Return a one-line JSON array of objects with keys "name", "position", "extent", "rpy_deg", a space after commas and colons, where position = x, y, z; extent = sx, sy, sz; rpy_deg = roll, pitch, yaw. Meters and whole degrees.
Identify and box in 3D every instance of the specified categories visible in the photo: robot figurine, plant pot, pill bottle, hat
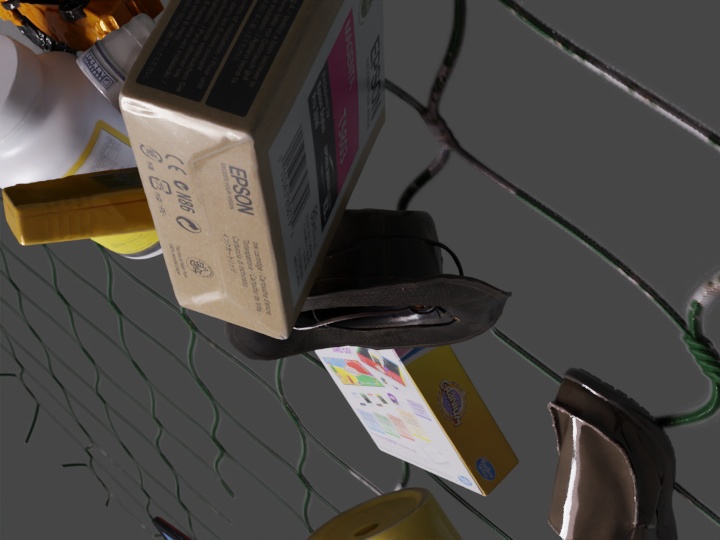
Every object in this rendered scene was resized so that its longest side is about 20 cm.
[{"name": "robot figurine", "position": [-0.228, -0.218, 1.089], "extent": [0.199, 0.058, 0.146], "rpy_deg": [21, 146, 52]}, {"name": "plant pot", "position": [0.039, 0.308, 1.321], "extent": [0.190, 0.200, 0.201], "rpy_deg": [66, 158, -6]}, {"name": "pill bottle", "position": [-0.213, -0.094, 1.111], "extent": [0.112, 0.112, 0.200], "rpy_deg": [30, 177, 42]}, {"name": "hat", "position": [0.000, 0.000, 0.937], "extent": [0.201, 0.199, 0.082], "rpy_deg": [131, 133, -70]}]

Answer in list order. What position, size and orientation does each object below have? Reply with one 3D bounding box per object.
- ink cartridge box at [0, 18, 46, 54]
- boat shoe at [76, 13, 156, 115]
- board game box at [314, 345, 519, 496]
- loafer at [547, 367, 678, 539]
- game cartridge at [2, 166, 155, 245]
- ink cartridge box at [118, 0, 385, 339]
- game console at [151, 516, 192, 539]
[{"name": "ink cartridge box", "position": [-0.375, -0.212, 1.368], "extent": [0.199, 0.086, 0.148], "rpy_deg": [17, 143, 54]}, {"name": "boat shoe", "position": [-0.128, -0.122, 1.039], "extent": [0.074, 0.065, 0.200], "rpy_deg": [49, -177, 13]}, {"name": "board game box", "position": [0.020, 0.069, 1.119], "extent": [0.153, 0.040, 0.201], "rpy_deg": [15, 141, 58]}, {"name": "loafer", "position": [0.154, 0.143, 0.927], "extent": [0.073, 0.071, 0.201], "rpy_deg": [29, 153, 43]}, {"name": "game cartridge", "position": [-0.127, -0.051, 0.954], "extent": [0.176, 0.198, 0.033], "rpy_deg": [-157, 62, -72]}, {"name": "ink cartridge box", "position": [-0.047, -0.085, 0.782], "extent": [0.075, 0.166, 0.200], "rpy_deg": [18, 153, 13]}, {"name": "game console", "position": [-0.321, 0.557, 2.625], "extent": [0.200, 0.119, 0.173], "rpy_deg": [16, 143, 56]}]
